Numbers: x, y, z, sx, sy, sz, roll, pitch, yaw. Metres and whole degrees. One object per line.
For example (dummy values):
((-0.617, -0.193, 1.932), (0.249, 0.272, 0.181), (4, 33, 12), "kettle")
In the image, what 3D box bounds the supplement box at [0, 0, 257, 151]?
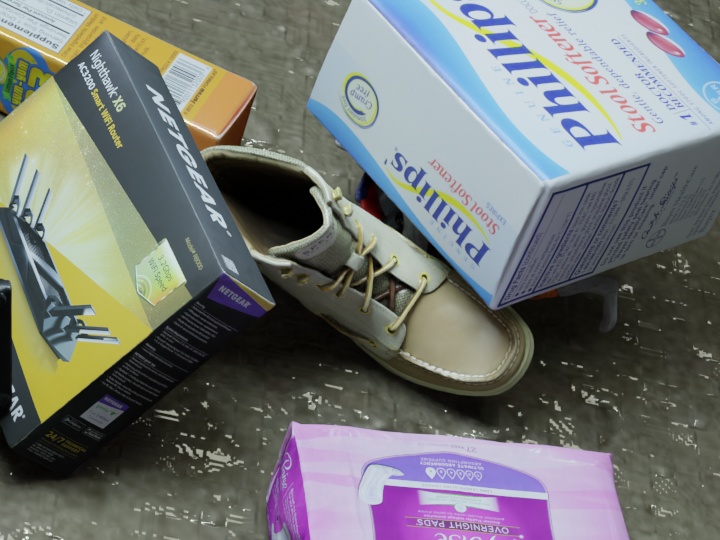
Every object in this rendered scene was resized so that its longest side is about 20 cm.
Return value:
((-0.169, -0.118, 1.683), (0.199, 0.067, 0.069), (26, 43, 7), "supplement box")

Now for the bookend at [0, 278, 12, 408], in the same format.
((-0.301, -0.014, 1.462), (0.199, 0.092, 0.199), (-6, 46, -13), "bookend")

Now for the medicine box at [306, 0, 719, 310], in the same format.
((0.105, -0.093, 1.604), (0.199, 0.103, 0.182), (-17, 54, -41), "medicine box")

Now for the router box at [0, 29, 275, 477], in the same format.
((-0.152, -0.011, 1.504), (0.052, 0.157, 0.200), (35, 21, -49), "router box")

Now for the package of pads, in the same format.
((0.052, 0.152, 1.469), (0.199, 0.076, 0.121), (7, 41, -16), "package of pads")

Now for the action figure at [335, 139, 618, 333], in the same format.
((0.079, -0.060, 1.698), (0.193, 0.105, 0.201), (24, 43, -12), "action figure")

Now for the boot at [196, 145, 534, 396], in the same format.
((0.000, 0.000, 1.555), (0.199, 0.155, 0.072), (31, 85, 18), "boot")
